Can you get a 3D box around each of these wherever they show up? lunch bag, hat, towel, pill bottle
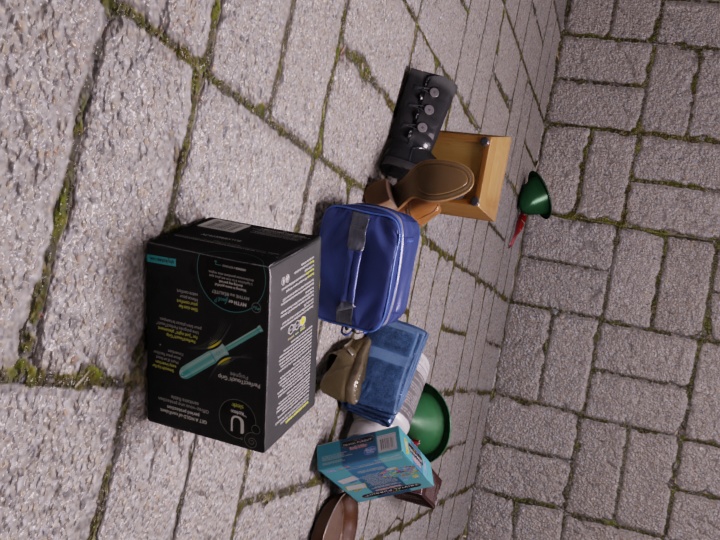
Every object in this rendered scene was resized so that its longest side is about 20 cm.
[{"bbox_3d":[0.000,0.000,1.270,0.132,0.134,0.203,-10,110,-69],"label":"lunch bag"},{"bbox_3d":[0.071,0.308,1.670,0.175,0.199,0.168,2,61,-45],"label":"hat"},{"bbox_3d":[0.044,0.175,1.519,0.049,0.110,0.201,96,15,-53],"label":"towel"},{"bbox_3d":[0.543,-0.225,2.870,0.167,0.174,0.201,80,-11,-48],"label":"hat"},{"bbox_3d":[0.051,0.245,1.574,0.114,0.111,0.202,76,30,-50],"label":"pill bottle"}]

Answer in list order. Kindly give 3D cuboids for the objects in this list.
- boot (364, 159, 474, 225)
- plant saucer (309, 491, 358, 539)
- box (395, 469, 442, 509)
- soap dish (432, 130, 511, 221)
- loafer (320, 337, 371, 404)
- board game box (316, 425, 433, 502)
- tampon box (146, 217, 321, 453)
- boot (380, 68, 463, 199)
[{"bbox_3d":[0.118,-0.126,1.456,0.154,0.197,0.075,32,55,-61],"label":"boot"},{"bbox_3d":[-0.054,0.496,1.524,0.200,0.034,0.204,11,90,-70],"label":"plant saucer"},{"bbox_3d":[0.117,0.478,1.902,0.200,0.099,0.076,59,46,-64],"label":"box"},{"bbox_3d":[0.169,-0.185,1.568,0.081,0.197,0.160,15,86,-62],"label":"soap dish"},{"bbox_3d":[-0.023,0.157,1.396,0.200,0.066,0.077,-64,165,-77],"label":"loafer"},{"bbox_3d":[0.029,0.341,1.465,0.200,0.149,0.048,56,22,-54],"label":"board game box"},{"bbox_3d":[-0.134,0.063,0.900,0.126,0.148,0.203,-34,132,-62],"label":"tampon box"},{"bbox_3d":[0.136,-0.246,1.509,0.066,0.163,0.203,140,-30,-67],"label":"boot"}]
